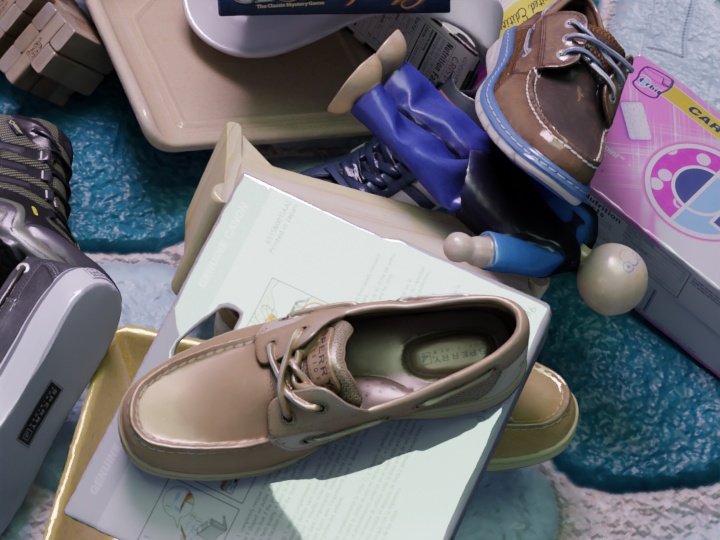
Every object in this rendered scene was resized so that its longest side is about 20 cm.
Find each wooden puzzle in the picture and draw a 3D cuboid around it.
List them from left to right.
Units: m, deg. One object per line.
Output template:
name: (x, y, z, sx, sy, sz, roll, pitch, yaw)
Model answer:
wooden puzzle: (-0.080, -0.145, 1.155, 0.199, 0.037, 0.186, -4, 51, -32)

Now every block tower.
block tower: (-0.236, -0.187, 1.147, 0.054, 0.058, 0.200, -47, 63, 10)

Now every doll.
doll: (0.074, -0.043, 0.994, 0.200, 0.049, 0.137, 40, 35, 1)

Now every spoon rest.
spoon rest: (-0.013, -0.169, 1.102, 0.199, 0.061, 0.100, 10, 75, 7)

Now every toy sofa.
toy sofa: (0.000, 0.000, 1.011, 0.199, 0.083, 0.098, 14, 47, -16)

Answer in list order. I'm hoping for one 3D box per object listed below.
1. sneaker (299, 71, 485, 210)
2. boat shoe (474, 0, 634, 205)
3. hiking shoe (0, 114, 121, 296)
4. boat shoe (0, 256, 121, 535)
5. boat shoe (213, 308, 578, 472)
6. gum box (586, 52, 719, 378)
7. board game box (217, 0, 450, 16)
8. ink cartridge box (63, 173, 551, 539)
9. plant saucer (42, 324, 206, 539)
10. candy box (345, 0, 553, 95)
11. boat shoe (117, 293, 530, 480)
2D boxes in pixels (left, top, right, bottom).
sneaker: (0.033, -0.074, 1.100, 0.199, 0.085, 0.075, -24, 59, -27)
boat shoe: (0.110, -0.107, 1.002, 0.072, 0.072, 0.200, 35, 23, -18)
hiking shoe: (-0.195, -0.045, 1.039, 0.200, 0.076, 0.101, 39, 58, 21)
boat shoe: (-0.202, 0.077, 0.927, 0.066, 0.070, 0.201, 22, 73, 28)
boat shoe: (0.020, 0.050, 0.949, 0.200, 0.063, 0.073, 16, 50, 3)
gum box: (0.198, -0.033, 1.101, 0.200, 0.066, 0.113, 40, 56, 15)
board game box: (-0.015, -0.226, 1.093, 0.135, 0.035, 0.201, -1, 43, 0)
ink cartridge box: (-0.023, 0.075, 0.891, 0.173, 0.044, 0.201, 24, 73, 10)
plant saucer: (-0.058, 0.137, 0.936, 0.199, 0.049, 0.201, 12, 49, -1)
candy box: (0.036, -0.207, 1.201, 0.200, 0.061, 0.136, 42, 48, 13)
boat shoe: (-0.019, 0.046, 0.844, 0.199, 0.065, 0.072, -15, 72, -5)
